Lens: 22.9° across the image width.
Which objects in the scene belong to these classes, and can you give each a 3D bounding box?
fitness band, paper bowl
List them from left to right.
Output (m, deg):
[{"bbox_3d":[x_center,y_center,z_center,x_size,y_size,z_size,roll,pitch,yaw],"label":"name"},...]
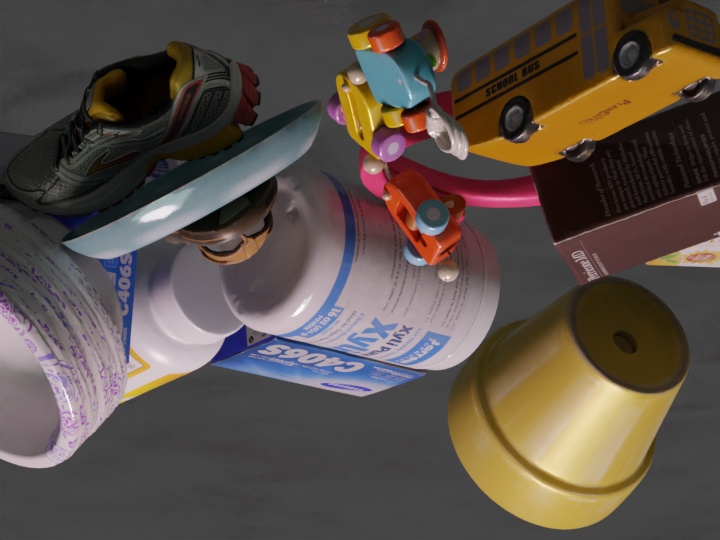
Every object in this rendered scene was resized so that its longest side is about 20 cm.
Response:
[{"bbox_3d":[-0.251,0.034,1.270,0.199,0.104,0.202,23,139,22],"label":"paper bowl"},{"bbox_3d":[0.087,-0.083,1.326,0.143,0.038,0.199,-23,154,37],"label":"fitness band"}]

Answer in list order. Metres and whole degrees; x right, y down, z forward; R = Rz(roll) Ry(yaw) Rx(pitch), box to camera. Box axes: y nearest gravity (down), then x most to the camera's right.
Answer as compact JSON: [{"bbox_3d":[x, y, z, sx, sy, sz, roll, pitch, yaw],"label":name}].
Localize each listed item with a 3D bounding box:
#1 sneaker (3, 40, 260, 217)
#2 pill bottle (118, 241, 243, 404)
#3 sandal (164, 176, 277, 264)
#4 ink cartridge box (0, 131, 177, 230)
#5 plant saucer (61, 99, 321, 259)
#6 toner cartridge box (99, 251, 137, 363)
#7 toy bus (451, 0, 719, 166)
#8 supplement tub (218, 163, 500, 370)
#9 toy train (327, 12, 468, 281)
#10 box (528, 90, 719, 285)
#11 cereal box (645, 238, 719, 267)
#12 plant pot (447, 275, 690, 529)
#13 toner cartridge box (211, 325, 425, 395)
[{"bbox_3d":[-0.166,-0.102,1.190,0.199,0.079,0.082,-25,148,27],"label":"sneaker"},{"bbox_3d":[-0.182,0.042,1.507,0.112,0.114,0.199,13,155,-37],"label":"pill bottle"},{"bbox_3d":[-0.100,-0.031,1.303,0.082,0.055,0.200,-38,-170,-18],"label":"sandal"},{"bbox_3d":[-0.243,-0.063,1.310,0.198,0.045,0.094,6,160,-25],"label":"ink cartridge box"},{"bbox_3d":[-0.109,-0.058,1.202,0.199,0.028,0.200,-28,-170,5],"label":"plant saucer"},{"bbox_3d":[-0.261,0.027,1.416,0.199,0.096,0.043,-4,171,42],"label":"toner cartridge box"},{"bbox_3d":[0.146,-0.127,1.145,0.065,0.079,0.199,12,155,-35],"label":"toy bus"},{"bbox_3d":[0.000,0.000,1.394,0.199,0.133,0.131,16,153,-41],"label":"supplement tub"},{"bbox_3d":[0.042,-0.089,1.173,0.055,0.151,0.200,-31,162,-18],"label":"toy train"},{"bbox_3d":[0.232,-0.066,1.287,0.198,0.076,0.100,-19,157,14],"label":"box"},{"bbox_3d":[0.350,-0.041,1.471,0.198,0.040,0.144,1,160,-14],"label":"cereal box"},{"bbox_3d":[0.207,0.111,1.667,0.199,0.203,0.189,6,144,-23],"label":"plant pot"},{"bbox_3d":[-0.039,0.075,1.701,0.199,0.044,0.095,15,154,-41],"label":"toner cartridge box"}]
